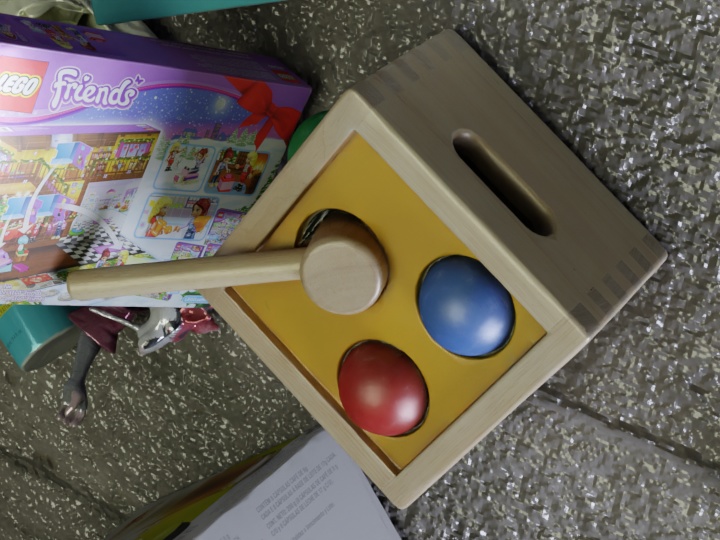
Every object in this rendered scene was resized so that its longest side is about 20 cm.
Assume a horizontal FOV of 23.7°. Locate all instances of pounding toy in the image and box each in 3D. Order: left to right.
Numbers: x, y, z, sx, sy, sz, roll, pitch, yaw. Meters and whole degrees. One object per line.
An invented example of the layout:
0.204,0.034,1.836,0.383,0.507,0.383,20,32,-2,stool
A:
0.000,0.000,0.838,0.200,0.142,0.184,46,129,5,pounding toy

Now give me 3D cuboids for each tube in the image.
-0.243,-0.032,1.066,0.200,0.050,0.077,53,128,11,tube

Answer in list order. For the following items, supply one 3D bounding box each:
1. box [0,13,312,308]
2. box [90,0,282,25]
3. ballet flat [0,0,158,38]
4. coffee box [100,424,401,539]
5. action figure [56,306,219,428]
-0.129,-0.049,0.858,0.039,0.199,0.137,41,115,37,box
-0.037,-0.161,0.835,0.199,0.082,0.049,-1,109,35,box
-0.154,-0.124,0.945,0.200,0.069,0.070,45,129,10,ballet flat
-0.083,0.240,0.974,0.197,0.199,0.201,-27,95,40,coffee box
-0.169,-0.013,1.002,0.199,0.149,0.134,24,137,1,action figure
